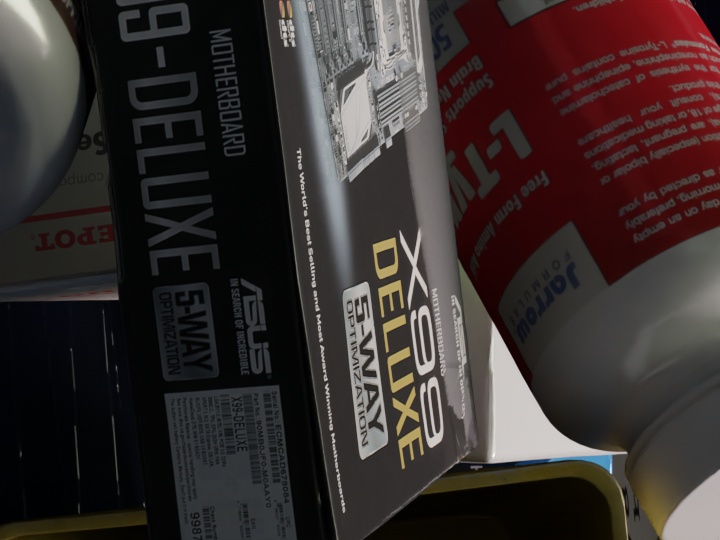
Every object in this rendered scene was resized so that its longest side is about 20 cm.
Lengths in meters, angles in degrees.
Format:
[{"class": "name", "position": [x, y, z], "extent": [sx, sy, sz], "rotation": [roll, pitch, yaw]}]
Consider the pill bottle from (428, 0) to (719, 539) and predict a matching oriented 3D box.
[{"class": "pill bottle", "position": [0.089, -0.015, 0.737], "extent": [0.200, 0.112, 0.112], "rotation": [62, 3, 27]}]

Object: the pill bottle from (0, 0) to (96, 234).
[{"class": "pill bottle", "position": [-0.110, -0.106, 0.596], "extent": [0.200, 0.109, 0.109], "rotation": [-82, 160, -45]}]

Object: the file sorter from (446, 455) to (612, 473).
[{"class": "file sorter", "position": [0.036, 0.145, 1.005], "extent": [0.200, 0.123, 0.139], "rotation": [-16, 106, -71]}]

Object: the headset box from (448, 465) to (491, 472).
[{"class": "headset box", "position": [0.064, 0.118, 1.241], "extent": [0.200, 0.093, 0.174], "rotation": [-28, 111, -75]}]

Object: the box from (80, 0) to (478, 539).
[{"class": "box", "position": [-0.019, -0.034, 0.594], "extent": [0.158, 0.050, 0.200], "rotation": [-18, 102, -73]}]

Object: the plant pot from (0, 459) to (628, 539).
[{"class": "plant pot", "position": [-0.005, 0.165, 0.765], "extent": [0.176, 0.200, 0.200], "rotation": [-18, 101, -87]}]

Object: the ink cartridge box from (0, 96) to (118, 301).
[{"class": "ink cartridge box", "position": [-0.056, -0.028, 0.763], "extent": [0.200, 0.117, 0.067], "rotation": [1, 82, -77]}]

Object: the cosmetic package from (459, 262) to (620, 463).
[{"class": "cosmetic package", "position": [0.084, 0.026, 0.925], "extent": [0.200, 0.071, 0.102], "rotation": [4, 86, -51]}]
